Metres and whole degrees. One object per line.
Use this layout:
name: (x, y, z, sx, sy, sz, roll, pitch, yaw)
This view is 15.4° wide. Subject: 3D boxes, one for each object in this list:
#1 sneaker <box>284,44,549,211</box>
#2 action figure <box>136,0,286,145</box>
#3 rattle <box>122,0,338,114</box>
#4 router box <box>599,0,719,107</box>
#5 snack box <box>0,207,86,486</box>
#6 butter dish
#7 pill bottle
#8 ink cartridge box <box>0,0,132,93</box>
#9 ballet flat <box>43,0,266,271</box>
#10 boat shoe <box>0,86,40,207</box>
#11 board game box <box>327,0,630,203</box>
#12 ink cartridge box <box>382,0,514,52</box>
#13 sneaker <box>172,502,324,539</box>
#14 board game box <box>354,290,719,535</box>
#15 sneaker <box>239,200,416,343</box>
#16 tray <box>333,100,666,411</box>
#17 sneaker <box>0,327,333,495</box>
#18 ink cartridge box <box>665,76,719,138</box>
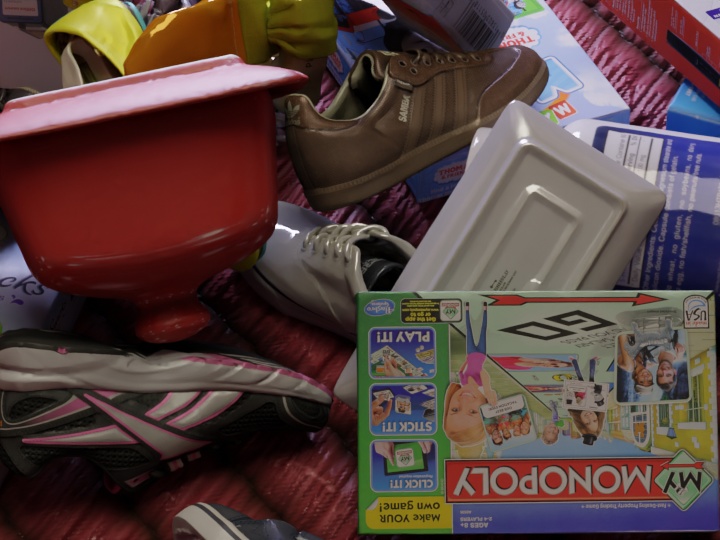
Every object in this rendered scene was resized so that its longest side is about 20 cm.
sneaker: (0.037, -0.109, 1.626, 0.200, 0.076, 0.070, -33, 19, -36)
action figure: (-0.101, -0.151, 1.725, 0.130, 0.069, 0.200, 31, 26, -36)
rattle: (-0.103, -0.180, 1.646, 0.143, 0.130, 0.200, -23, 56, -8)
router box: (0.276, -0.177, 1.674, 0.200, 0.049, 0.180, -21, 44, -23)
snack box: (-0.250, 0.038, 1.551, 0.142, 0.053, 0.200, 11, 43, 9)
butter dish: (-0.119, -0.033, 1.481, 0.199, 0.148, 0.199, -12, 3, -5)
pill bottle: (0.162, -0.027, 1.579, 0.199, 0.120, 0.120, 9, 43, 9)
ink cartridge box: (-0.199, -0.235, 1.743, 0.087, 0.200, 0.146, 10, 42, 5)
ballet flat: (-0.131, -0.077, 1.606, 0.067, 0.067, 0.200, -17, 68, -36)
boat shoe: (-0.208, -0.081, 1.628, 0.072, 0.065, 0.200, 22, 22, 35)
board game box: (0.066, -0.135, 1.757, 0.151, 0.037, 0.200, -16, 46, -18)
ink cartridge box: (-0.012, -0.216, 1.703, 0.200, 0.162, 0.050, 30, 86, 30)
sneaker: (-0.011, 0.184, 1.380, 0.079, 0.079, 0.200, -34, 64, -26)
board game box: (0.097, 0.079, 1.471, 0.199, 0.029, 0.135, -1, 84, -1)
sneaker: (0.000, 0.000, 1.583, 0.200, 0.071, 0.073, 31, 50, 29)
tray: (0.080, 0.013, 1.502, 0.107, 0.022, 0.200, 32, 86, 0)
sneaker: (-0.117, 0.084, 1.496, 0.199, 0.087, 0.080, 6, 7, -20)
ink cartridge box: (0.306, -0.087, 1.672, 0.200, 0.084, 0.146, 18, 44, 18)
